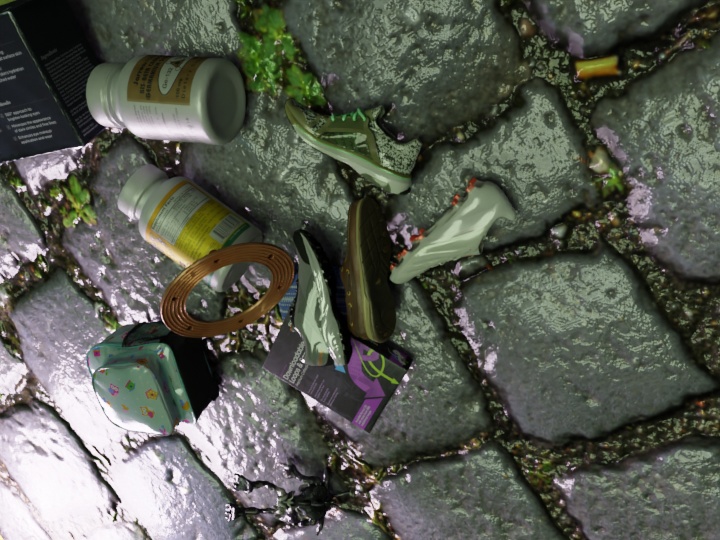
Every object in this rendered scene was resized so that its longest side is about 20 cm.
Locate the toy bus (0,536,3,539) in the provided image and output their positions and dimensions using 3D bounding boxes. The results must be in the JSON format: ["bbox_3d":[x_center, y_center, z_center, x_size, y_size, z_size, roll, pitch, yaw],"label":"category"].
[{"bbox_3d":[-0.958,0.668,1.734,0.199,0.192,0.136,-30,98,31],"label":"toy bus"}]

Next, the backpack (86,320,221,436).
[{"bbox_3d":[-0.360,0.178,1.253,0.199,0.153,0.177,1,120,31],"label":"backpack"}]

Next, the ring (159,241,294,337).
[{"bbox_3d":[-0.188,0.027,1.063,0.201,0.200,0.019,-52,54,33],"label":"ring"}]

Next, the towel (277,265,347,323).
[{"bbox_3d":[-0.051,0.084,1.146,0.144,0.024,0.201,0,115,22],"label":"towel"}]

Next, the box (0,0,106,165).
[{"bbox_3d":[-0.489,-0.277,1.090,0.196,0.118,0.201,-5,124,26],"label":"box"}]

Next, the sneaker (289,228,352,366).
[{"bbox_3d":[-0.070,0.041,1.056,0.079,0.074,0.201,-13,89,10],"label":"sneaker"}]

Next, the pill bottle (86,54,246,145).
[{"bbox_3d":[-0.269,-0.237,1.031,0.199,0.114,0.115,8,117,21],"label":"pill bottle"}]

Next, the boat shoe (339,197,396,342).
[{"bbox_3d":[0.000,0.000,1.039,0.067,0.072,0.202,1,101,37],"label":"boat shoe"}]

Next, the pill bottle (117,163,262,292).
[{"bbox_3d":[-0.253,-0.067,1.106,0.199,0.113,0.113,35,123,5],"label":"pill bottle"}]

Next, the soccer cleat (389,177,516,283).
[{"bbox_3d":[0.116,-0.035,0.984,0.078,0.069,0.200,43,121,-5],"label":"soccer cleat"}]

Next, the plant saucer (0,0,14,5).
[{"bbox_3d":[-0.527,-0.454,1.093,0.199,0.031,0.201,11,119,20],"label":"plant saucer"}]

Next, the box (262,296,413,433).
[{"bbox_3d":[-0.039,0.142,1.136,0.199,0.036,0.143,31,122,6],"label":"box"}]

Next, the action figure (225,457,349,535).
[{"bbox_3d":[-0.123,0.381,1.271,0.199,0.102,0.120,9,91,-23],"label":"action figure"}]

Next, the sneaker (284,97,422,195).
[{"bbox_3d":[-0.004,-0.183,0.973,0.199,0.077,0.089,31,110,2],"label":"sneaker"}]
